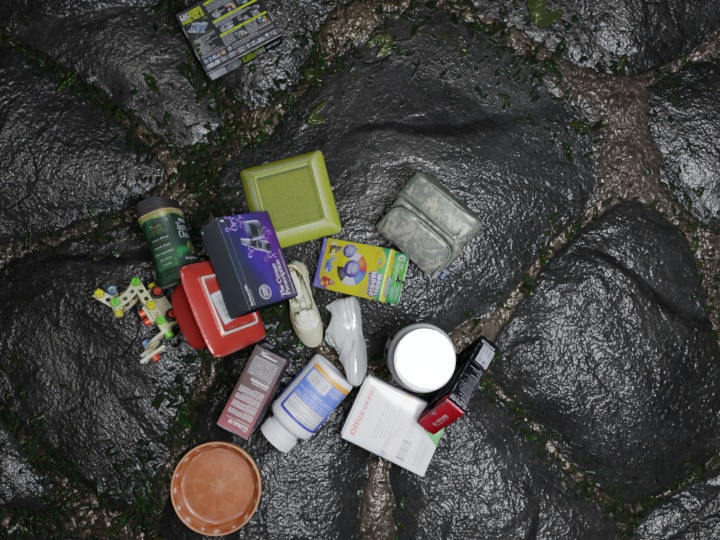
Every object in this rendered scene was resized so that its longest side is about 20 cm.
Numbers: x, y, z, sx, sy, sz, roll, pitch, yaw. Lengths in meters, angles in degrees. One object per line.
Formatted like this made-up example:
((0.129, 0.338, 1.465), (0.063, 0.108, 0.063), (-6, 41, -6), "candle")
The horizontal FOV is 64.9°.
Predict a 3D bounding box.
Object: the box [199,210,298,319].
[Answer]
((-0.236, -0.015, 1.206), (0.141, 0.079, 0.202), (-17, 84, -46), "box")

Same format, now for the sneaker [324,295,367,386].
((-0.038, 0.161, 1.257), (0.088, 0.075, 0.202), (-13, 66, 15), "sneaker")

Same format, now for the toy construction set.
((-0.480, 0.102, 1.249), (0.131, 0.092, 0.201), (-32, 95, -27), "toy construction set")

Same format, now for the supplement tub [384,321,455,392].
((0.124, 0.180, 1.195), (0.139, 0.200, 0.142), (0, 87, 0), "supplement tub")

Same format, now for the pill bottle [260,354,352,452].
((-0.120, 0.292, 1.230), (0.112, 0.112, 0.200), (41, 87, 2), "pill bottle")

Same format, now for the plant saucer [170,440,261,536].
((-0.318, 0.480, 1.256), (0.198, 0.032, 0.202), (0, 87, 0), "plant saucer")

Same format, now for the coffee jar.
((-0.423, -0.064, 1.254), (0.085, 0.104, 0.202), (-21, 87, 10), "coffee jar")

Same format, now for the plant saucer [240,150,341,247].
((-0.162, -0.162, 1.292), (0.198, 0.048, 0.202), (-15, 86, -1), "plant saucer")

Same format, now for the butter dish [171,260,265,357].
((-0.331, 0.091, 1.226), (0.147, 0.199, 0.202), (-23, 88, 24), "butter dish")

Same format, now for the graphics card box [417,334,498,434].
((0.205, 0.238, 1.185), (0.051, 0.126, 0.200), (38, 48, 3), "graphics card box")

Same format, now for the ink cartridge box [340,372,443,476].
((0.072, 0.333, 1.242), (0.199, 0.088, 0.146), (25, 85, 0), "ink cartridge box")

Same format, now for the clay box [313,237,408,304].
((0.000, 0.000, 1.242), (0.198, 0.048, 0.116), (10, 86, 29), "clay box")

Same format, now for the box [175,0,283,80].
((-0.303, -0.563, 1.319), (0.199, 0.044, 0.161), (-29, 86, -3), "box")

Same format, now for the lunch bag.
((0.150, -0.097, 1.245), (0.200, 0.139, 0.168), (41, 106, 4), "lunch bag")

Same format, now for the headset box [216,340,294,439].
((-0.225, 0.259, 1.213), (0.075, 0.149, 0.201), (26, 85, 1), "headset box")

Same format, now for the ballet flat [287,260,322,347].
((-0.133, 0.076, 1.268), (0.069, 0.069, 0.202), (-16, 87, -2), "ballet flat")
